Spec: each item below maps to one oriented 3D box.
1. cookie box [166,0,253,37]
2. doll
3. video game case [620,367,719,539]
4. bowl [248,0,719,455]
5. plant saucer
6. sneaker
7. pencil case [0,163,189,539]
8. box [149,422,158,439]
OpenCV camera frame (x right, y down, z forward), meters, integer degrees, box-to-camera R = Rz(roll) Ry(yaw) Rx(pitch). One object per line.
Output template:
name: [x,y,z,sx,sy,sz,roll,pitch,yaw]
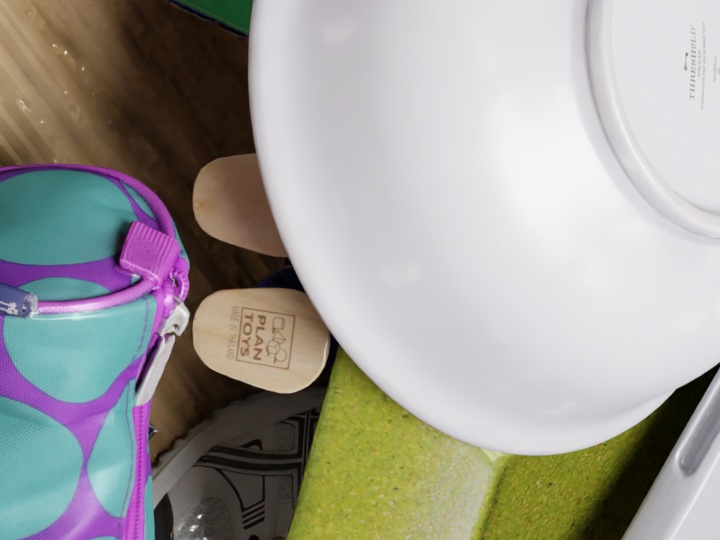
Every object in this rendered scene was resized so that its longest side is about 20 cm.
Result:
cookie box: [-0.006,-0.195,0.828,0.171,0.075,0.201,-34,127,-21]
doll: [0.000,0.000,0.898,0.200,0.048,0.138,-12,104,-71]
video game case: [0.189,0.055,0.902,0.199,0.022,0.183,23,99,-40]
bowl: [0.071,-0.050,0.791,0.200,0.090,0.203,7,78,-39]
plant saucer: [0.059,0.081,0.902,0.199,0.048,0.201,-20,138,-41]
sneaker: [0.003,0.080,0.965,0.199,0.088,0.076,-32,129,-19]
pencil case: [-0.095,0.074,0.838,0.085,0.092,0.201,-47,144,-56]
box: [-0.161,0.031,0.852,0.110,0.035,0.200,-49,131,-7]
